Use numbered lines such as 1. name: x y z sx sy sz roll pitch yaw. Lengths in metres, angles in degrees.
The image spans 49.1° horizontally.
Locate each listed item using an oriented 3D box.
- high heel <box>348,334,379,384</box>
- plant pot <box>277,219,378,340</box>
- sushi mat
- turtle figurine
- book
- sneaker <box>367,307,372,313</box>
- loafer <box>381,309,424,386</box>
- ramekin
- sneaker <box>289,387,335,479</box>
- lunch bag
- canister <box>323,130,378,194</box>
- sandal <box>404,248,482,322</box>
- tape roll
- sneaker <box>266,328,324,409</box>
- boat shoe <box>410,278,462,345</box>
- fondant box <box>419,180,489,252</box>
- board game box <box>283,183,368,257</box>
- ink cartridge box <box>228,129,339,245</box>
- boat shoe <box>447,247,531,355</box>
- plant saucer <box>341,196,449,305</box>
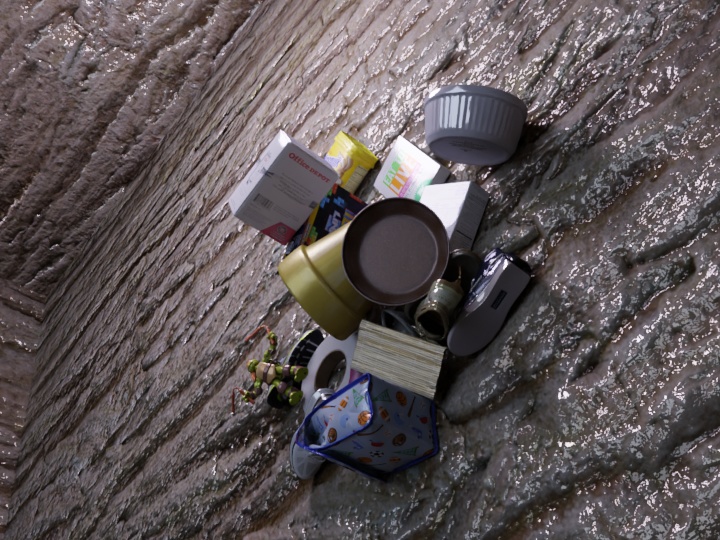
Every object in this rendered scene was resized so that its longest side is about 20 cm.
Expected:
1. high heel: 0.003 0.203 1.536 0.201 0.067 0.096 -66 26 15
2. plant pot: -0.029 0.003 1.551 0.189 0.201 0.201 -41 35 6
3. sushi mat: 0.064 0.158 1.423 0.199 0.012 0.096 15 96 39
4. turtle figurine: -0.193 0.232 1.695 0.161 0.064 0.201 18 84 32
5. book: 0.110 -0.201 1.738 0.134 0.048 0.200 -58 33 12
6. sneaker: 0.000 0.000 1.699 0.075 0.078 0.201 -19 51 47
7. loafer: 0.084 0.146 1.472 0.070 0.070 0.200 -49 34 16
8. ramekin: 0.213 -0.270 1.505 0.202 0.202 0.095 -3 74 54
9. sneaker: -0.079 0.338 1.512 0.115 0.075 0.201 -127 50 -59
10. lunch bag: 0.008 0.288 1.377 0.200 0.170 0.124 -34 40 35
11. canister: -0.058 -0.229 1.958 0.200 0.086 0.149 -56 32 12
12. sandal: 0.153 0.041 1.446 0.200 0.080 0.054 -47 23 33
13. tape roll: -0.050 0.220 1.639 0.203 0.037 0.203 -34 41 36
14. sneaker: -0.153 0.208 1.767 0.200 0.074 0.081 -54 29 8
15. boat shoe: 0.125 0.086 1.378 0.063 0.073 0.200 -59 -13 -28
16. fondant box: 0.158 -0.071 1.549 0.144 0.058 0.201 3 67 57
17. board game box: -0.067 -0.086 1.779 0.057 0.165 0.201 -7 60 53
18. ink cartridge box: -0.165 -0.176 1.693 0.200 0.146 0.083 -50 33 13
19. boat shoe: 0.215 0.052 1.372 0.200 0.075 0.093 -52 19 12
20. plant saucer: 0.065 -0.033 1.436 0.199 0.037 0.201 -3 79 13
